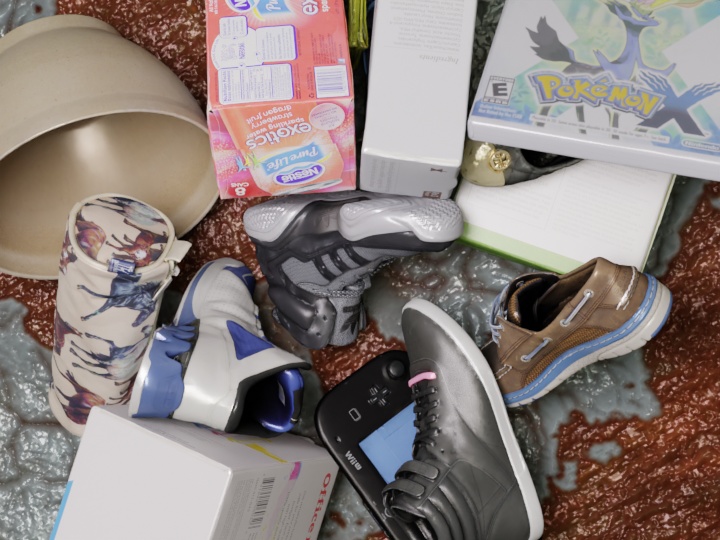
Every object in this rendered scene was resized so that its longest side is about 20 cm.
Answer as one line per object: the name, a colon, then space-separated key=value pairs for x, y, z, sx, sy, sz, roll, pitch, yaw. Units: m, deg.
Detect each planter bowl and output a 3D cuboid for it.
planter bowl: x=-0.215 y=-0.105 z=1.206 sx=0.200 sy=0.200 sz=0.135 roll=-27 pitch=61 yaw=8

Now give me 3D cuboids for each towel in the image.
towel: x=0.001 y=-0.256 z=1.197 sx=0.018 sy=0.086 sz=0.201 roll=3 pitch=86 yaw=-1

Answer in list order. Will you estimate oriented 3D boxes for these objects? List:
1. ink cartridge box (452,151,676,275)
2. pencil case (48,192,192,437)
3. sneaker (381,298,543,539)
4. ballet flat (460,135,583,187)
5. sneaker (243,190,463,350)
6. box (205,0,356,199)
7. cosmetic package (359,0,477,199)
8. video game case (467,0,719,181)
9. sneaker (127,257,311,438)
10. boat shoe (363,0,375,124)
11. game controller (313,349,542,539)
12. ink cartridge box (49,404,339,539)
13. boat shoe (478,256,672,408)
ink cartridge box: x=0.165 y=-0.096 z=1.197 sx=0.147 sy=0.076 sz=0.201 roll=19 pitch=90 yaw=8
pencil case: x=-0.186 y=0.041 z=1.207 sx=0.089 sy=0.078 sz=0.200 roll=28 pitch=133 yaw=14
sneaker: x=0.054 y=0.123 z=1.176 sx=0.099 sy=0.071 sz=0.200 roll=-21 pitch=85 yaw=-27
ballet flat: x=0.162 y=-0.108 z=1.123 sx=0.199 sy=0.057 sz=0.067 roll=-21 pitch=116 yaw=3
sneaker: x=0.000 y=0.000 z=1.202 sx=0.200 sy=0.075 sz=0.114 roll=2 pitch=105 yaw=41
box: x=-0.060 y=-0.156 z=1.157 sx=0.102 sy=0.095 sz=0.200 roll=-5 pitch=50 yaw=-3
cosmetic package: x=0.042 y=-0.160 z=1.123 sx=0.074 sy=0.102 sz=0.201 roll=7 pitch=78 yaw=0
video game case: x=0.190 y=-0.145 z=1.098 sx=0.199 sy=0.022 sz=0.183 roll=10 pitch=54 yaw=12
sneaker: x=-0.091 y=0.071 z=1.183 sx=0.115 sy=0.199 sz=0.081 roll=21 pitch=113 yaw=1
boat shoe: x=0.042 y=-0.184 z=1.212 sx=0.084 sy=0.069 sz=0.201 roll=-1 pitch=90 yaw=9
game controller: x=0.051 y=0.160 z=1.221 sx=0.104 sy=0.042 sz=0.200 roll=-34 pitch=86 yaw=-33
ink cartridge box: x=-0.115 y=0.179 z=1.194 sx=0.125 sy=0.200 sz=0.129 roll=21 pitch=95 yaw=25
boat shoe: x=0.134 y=0.037 z=1.163 sx=0.072 sy=0.072 sz=0.200 roll=38 pitch=138 yaw=-17
